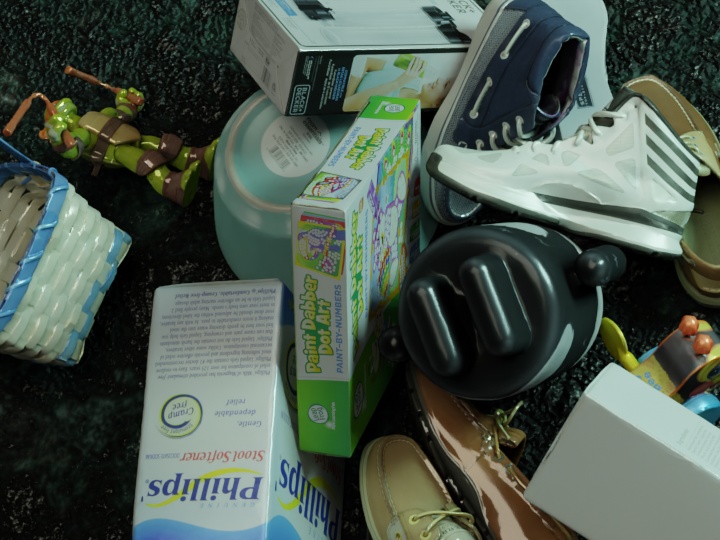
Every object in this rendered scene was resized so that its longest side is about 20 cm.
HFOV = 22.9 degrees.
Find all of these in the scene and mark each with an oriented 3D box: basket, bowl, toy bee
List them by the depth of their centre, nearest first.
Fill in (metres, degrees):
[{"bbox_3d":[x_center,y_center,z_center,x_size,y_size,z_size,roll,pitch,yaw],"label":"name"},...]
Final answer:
[{"bbox_3d":[0.226,0.072,1.297,0.131,0.109,0.200,33,80,27],"label":"toy bee"},{"bbox_3d":[-0.302,-0.014,1.433,0.139,0.200,0.177,8,68,48],"label":"basket"},{"bbox_3d":[-0.040,-0.078,1.440,0.200,0.105,0.201,-6,67,14],"label":"bowl"}]

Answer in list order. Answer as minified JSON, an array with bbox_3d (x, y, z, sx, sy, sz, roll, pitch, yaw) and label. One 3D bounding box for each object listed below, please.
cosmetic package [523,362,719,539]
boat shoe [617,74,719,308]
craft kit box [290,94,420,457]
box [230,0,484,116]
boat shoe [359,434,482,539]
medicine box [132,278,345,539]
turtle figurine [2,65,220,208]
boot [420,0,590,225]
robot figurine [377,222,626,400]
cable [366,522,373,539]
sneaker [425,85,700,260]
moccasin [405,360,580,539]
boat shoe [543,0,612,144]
[{"bbox_3d":[0.226,0.162,1.232,0.200,0.074,0.102,34,117,11],"label":"cosmetic package"},{"bbox_3d":[0.253,-0.070,1.367,0.076,0.074,0.200,-24,64,5],"label":"boat shoe"},{"bbox_3d":[0.000,0.000,1.298,0.048,0.200,0.198,9,30,17],"label":"craft kit box"},{"bbox_3d":[0.011,-0.178,1.414,0.200,0.060,0.117,-4,36,-27],"label":"box"},{"bbox_3d":[0.060,0.205,1.290,0.074,0.066,0.200,-12,70,-31],"label":"boat shoe"},{"bbox_3d":[-0.083,0.132,1.319,0.103,0.182,0.200,-4,67,15],"label":"medicine box"},{"bbox_3d":[-0.207,-0.105,1.488,0.161,0.200,0.064,23,109,8],"label":"turtle figurine"},{"bbox_3d":[0.110,-0.112,1.374,0.090,0.073,0.200,46,127,50],"label":"boot"},{"bbox_3d":[0.101,0.025,1.274,0.150,0.200,0.125,19,100,21],"label":"robot figurine"},{"bbox_3d":[0.015,0.242,1.333,0.097,0.050,0.200,-8,55,11],"label":"cable"},{"bbox_3d":[0.156,-0.088,1.321,0.200,0.076,0.116,17,91,6],"label":"sneaker"},{"bbox_3d":[0.098,0.140,1.326,0.078,0.074,0.201,-29,60,-7],"label":"moccasin"},{"bbox_3d":[0.170,-0.150,1.431,0.072,0.066,0.200,-9,67,-12],"label":"boat shoe"}]
